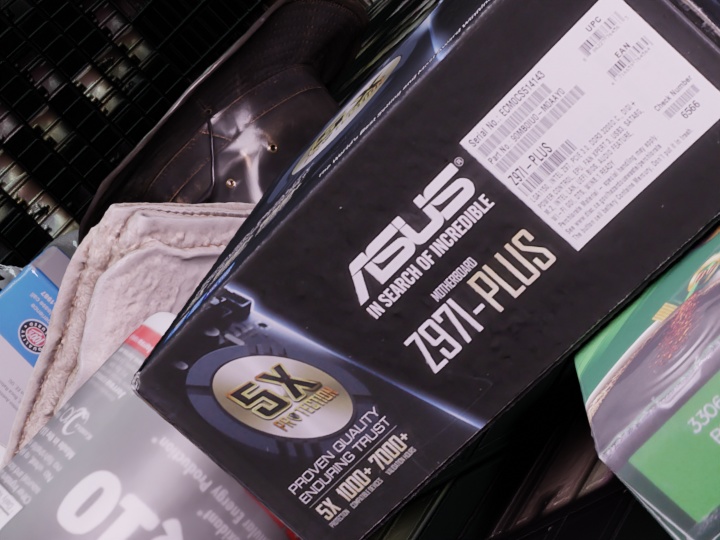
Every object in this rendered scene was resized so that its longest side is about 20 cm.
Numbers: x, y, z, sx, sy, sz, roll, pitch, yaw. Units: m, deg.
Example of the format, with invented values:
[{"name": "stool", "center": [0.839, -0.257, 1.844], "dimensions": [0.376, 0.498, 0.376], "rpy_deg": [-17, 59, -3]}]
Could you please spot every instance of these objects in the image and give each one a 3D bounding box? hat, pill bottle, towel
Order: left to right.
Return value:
[{"name": "pill bottle", "center": [-0.106, 0.124, 0.769], "dimensions": [0.200, 0.114, 0.114], "rpy_deg": [-47, 8, -11]}, {"name": "towel", "center": [-0.090, 0.061, 0.864], "dimensions": [0.132, 0.034, 0.201], "rpy_deg": [-2, -59, -47]}, {"name": "hat", "center": [-0.049, -0.049, 1.040], "dimensions": [0.201, 0.081, 0.201], "rpy_deg": [-41, -17, -16]}]

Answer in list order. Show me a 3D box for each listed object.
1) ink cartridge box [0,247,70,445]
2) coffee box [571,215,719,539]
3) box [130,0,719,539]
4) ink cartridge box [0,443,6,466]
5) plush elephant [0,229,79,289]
[{"name": "ink cartridge box", "center": [-0.217, 0.108, 1.234], "dimensions": [0.200, 0.145, 0.084], "rpy_deg": [-43, 7, 8]}, {"name": "coffee box", "center": [0.113, -0.004, 0.556], "dimensions": [0.123, 0.044, 0.200], "rpy_deg": [-45, 7, 12]}, {"name": "box", "center": [0.040, -0.033, 0.610], "dimensions": [0.200, 0.086, 0.164], "rpy_deg": [-45, 7, 26]}, {"name": "ink cartridge box", "center": [-0.238, 0.143, 0.888], "dimensions": [0.128, 0.125, 0.201], "rpy_deg": [-24, -45, -51]}, {"name": "plush elephant", "center": [-0.179, 0.021, 1.600], "dimensions": [0.200, 0.165, 0.155], "rpy_deg": [9, 7, 41]}]
